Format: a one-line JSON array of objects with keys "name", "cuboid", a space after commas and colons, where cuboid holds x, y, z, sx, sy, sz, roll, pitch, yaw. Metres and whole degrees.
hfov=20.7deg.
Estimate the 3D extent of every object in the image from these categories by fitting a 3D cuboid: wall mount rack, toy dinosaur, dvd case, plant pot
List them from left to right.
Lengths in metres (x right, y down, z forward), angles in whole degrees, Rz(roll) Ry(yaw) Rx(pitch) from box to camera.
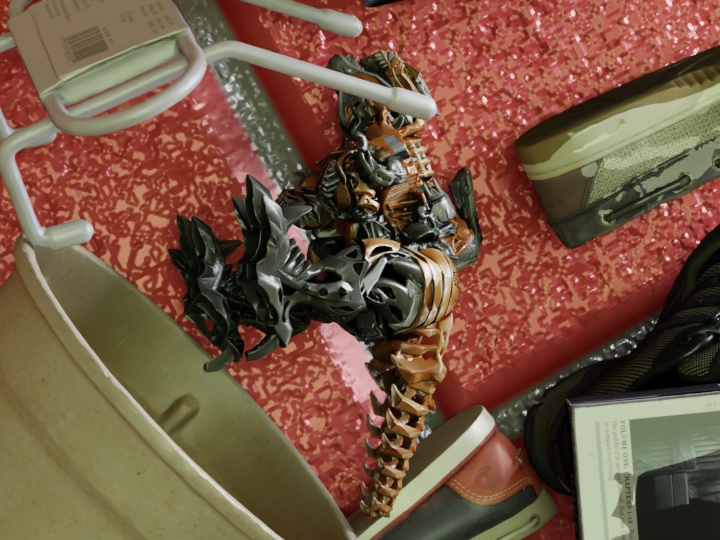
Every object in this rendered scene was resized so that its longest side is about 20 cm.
[{"name": "plant pot", "cuboid": [-0.131, 0.116, 0.822, 0.183, 0.200, 0.200, -44, 97, 5]}, {"name": "wall mount rack", "cuboid": [-0.073, -0.084, 0.830, 0.173, 0.200, 0.075, -23, 119, -6]}, {"name": "toy dinosaur", "cuboid": [0.000, 0.000, 0.875, 0.135, 0.102, 0.201, 1, 57, -28]}, {"name": "dvd case", "cuboid": [0.192, 0.120, 0.843, 0.199, 0.025, 0.151, -6, 96, 0]}]

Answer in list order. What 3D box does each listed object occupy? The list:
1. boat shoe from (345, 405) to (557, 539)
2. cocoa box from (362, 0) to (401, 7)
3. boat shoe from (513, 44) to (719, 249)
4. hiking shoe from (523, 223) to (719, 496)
[{"name": "boat shoe", "cuboid": [0.001, 0.146, 0.895, 0.200, 0.071, 0.063, -40, 99, -12]}, {"name": "cocoa box", "cuboid": [0.061, -0.197, 0.834, 0.131, 0.200, 0.134, -14, 93, -9]}, {"name": "boat shoe", "cuboid": [0.171, -0.068, 0.924, 0.200, 0.072, 0.066, -21, 104, -9]}, {"name": "hiking shoe", "cuboid": [0.171, 0.041, 0.901, 0.200, 0.101, 0.076, -43, 108, -5]}]
